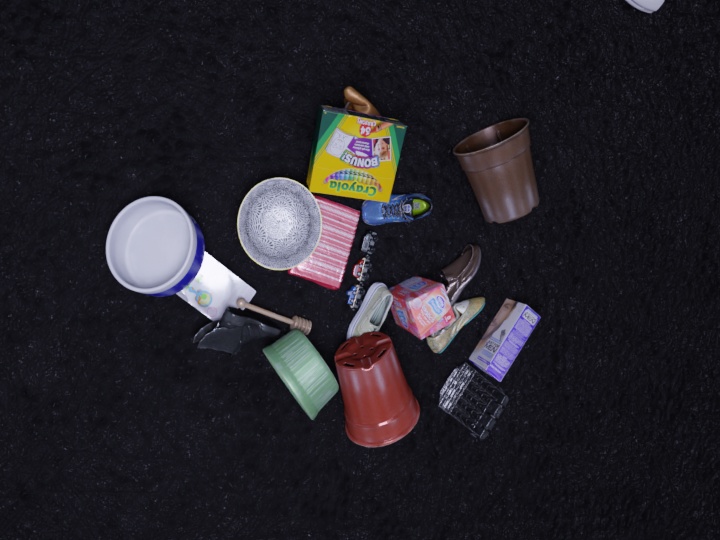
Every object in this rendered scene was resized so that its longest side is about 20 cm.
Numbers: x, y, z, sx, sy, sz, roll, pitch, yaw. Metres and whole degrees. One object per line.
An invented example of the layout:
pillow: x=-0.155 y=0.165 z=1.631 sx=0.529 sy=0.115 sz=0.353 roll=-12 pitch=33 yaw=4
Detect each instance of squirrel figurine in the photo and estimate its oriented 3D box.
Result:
squirrel figurine: x=-0.014 y=-0.291 z=1.251 sx=0.197 sy=0.142 sz=0.190 roll=33 pitch=94 yaw=-14

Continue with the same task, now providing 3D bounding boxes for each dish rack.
dish rack: x=0.305 y=0.354 z=1.456 sx=0.198 sy=0.054 sz=0.156 roll=37 pitch=85 yaw=-14

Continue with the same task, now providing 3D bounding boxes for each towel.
towel: x=-0.090 y=-0.069 z=1.312 sx=0.140 sy=0.022 sz=0.208 roll=17 pitch=90 yaw=-14

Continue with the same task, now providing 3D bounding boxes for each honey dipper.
honey dipper: x=-0.209 y=0.109 z=1.275 sx=0.195 sy=0.038 sz=0.039 roll=23 pitch=90 yaw=-27

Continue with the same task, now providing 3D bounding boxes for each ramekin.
ramekin: x=-0.137 y=0.237 z=1.250 sx=0.097 sy=0.199 sz=0.204 roll=-36 pitch=104 yaw=-15

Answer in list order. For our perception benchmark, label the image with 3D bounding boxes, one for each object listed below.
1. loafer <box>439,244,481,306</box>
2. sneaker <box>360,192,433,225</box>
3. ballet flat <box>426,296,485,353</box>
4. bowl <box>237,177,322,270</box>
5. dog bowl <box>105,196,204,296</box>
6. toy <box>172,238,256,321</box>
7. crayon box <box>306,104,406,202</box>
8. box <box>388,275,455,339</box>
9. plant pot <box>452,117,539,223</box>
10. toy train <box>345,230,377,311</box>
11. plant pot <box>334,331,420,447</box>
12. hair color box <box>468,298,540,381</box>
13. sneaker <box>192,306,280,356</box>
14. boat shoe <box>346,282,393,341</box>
loafer: x=0.246 y=0.014 z=1.386 sx=0.070 sy=0.073 sz=0.204 roll=32 pitch=88 yaw=-17
sneaker: x=0.094 y=-0.158 z=1.316 sx=0.192 sy=0.089 sz=0.082 roll=-11 pitch=98 yaw=-13
ballet flat: x=0.250 y=0.129 z=1.406 sx=0.200 sy=0.071 sz=0.071 roll=-46 pitch=105 yaw=-4
bowl: x=-0.191 y=-0.111 z=1.242 sx=0.192 sy=0.094 sz=0.210 roll=-2 pitch=98 yaw=-15
dog bowl: x=-0.441 y=-0.050 z=1.149 sx=0.191 sy=0.079 sz=0.209 roll=-1 pitch=79 yaw=4
toy: x=-0.355 y=0.033 z=1.238 sx=0.198 sy=0.047 sz=0.117 roll=40 pitch=87 yaw=-22
crayon box: x=-0.011 y=-0.255 z=1.178 sx=0.192 sy=0.059 sz=0.179 roll=5 pitch=115 yaw=-19
box: x=0.142 y=0.085 z=1.301 sx=0.100 sy=0.199 sz=0.098 roll=-24 pitch=100 yaw=-11
plant pot: x=0.354 y=-0.243 z=1.332 sx=0.196 sy=0.200 sz=0.204 roll=-28 pitch=110 yaw=-10
toy train: x=0.000 y=0.000 z=1.338 sx=0.044 sy=0.034 sz=0.208 roll=13 pitch=93 yaw=-14
plant pot: x=0.030 y=0.272 z=1.274 sx=0.194 sy=0.201 sz=0.202 roll=-21 pitch=114 yaw=-11
hair color box: x=0.385 y=0.183 z=1.426 sx=0.064 sy=0.109 sz=0.203 roll=36 pitch=86 yaw=-14
sneaker: x=-0.284 y=0.152 z=1.242 sx=0.197 sy=0.059 sz=0.107 roll=26 pitch=95 yaw=-46
boat shoe: x=0.021 y=0.131 z=1.327 sx=0.070 sy=0.062 sz=0.207 roll=12 pitch=105 yaw=-31
